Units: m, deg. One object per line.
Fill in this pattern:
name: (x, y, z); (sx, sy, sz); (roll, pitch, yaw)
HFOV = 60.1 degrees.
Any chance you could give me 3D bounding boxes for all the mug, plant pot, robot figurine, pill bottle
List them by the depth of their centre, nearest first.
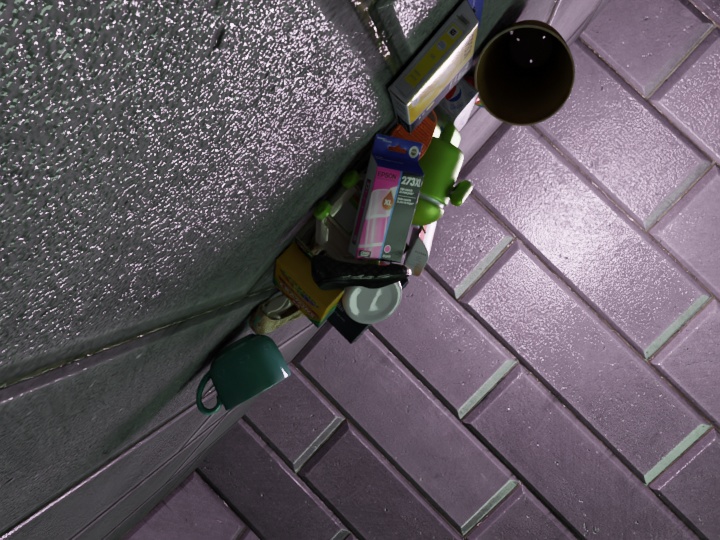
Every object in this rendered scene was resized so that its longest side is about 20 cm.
robot figurine: (0.120, -0.175, 1.156); (0.203, 0.173, 0.115); (-70, 162, 3)
pill bottle: (0.000, 0.000, 1.201); (0.116, 0.115, 0.201); (-47, -147, 15)
plant pot: (0.333, -0.416, 1.236); (0.187, 0.185, 0.201); (-50, -173, 39)
mug: (-0.245, 0.206, 1.278); (0.184, 0.116, 0.151); (-23, 174, -47)

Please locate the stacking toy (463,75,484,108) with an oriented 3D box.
stacking toy: (0.251, -0.379, 1.313); (0.086, 0.085, 0.199); (-49, 170, 32)

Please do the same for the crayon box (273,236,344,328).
crayon box: (-0.097, 0.026, 1.134); (0.051, 0.127, 0.200); (-44, 174, -19)

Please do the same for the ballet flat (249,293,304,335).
ballet flat: (-0.150, 0.071, 1.318); (0.199, 0.070, 0.066); (-36, 161, -45)

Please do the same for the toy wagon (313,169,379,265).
toy wagon: (0.015, -0.100, 1.056); (0.200, 0.155, 0.039); (-48, -145, -4)

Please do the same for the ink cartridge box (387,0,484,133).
ink cartridge box: (0.125, -0.305, 0.911); (0.200, 0.047, 0.198); (-46, 175, 6)

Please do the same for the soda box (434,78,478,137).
soda box: (0.173, -0.308, 1.208); (0.068, 0.063, 0.200); (-48, 176, 0)

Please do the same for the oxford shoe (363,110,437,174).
oxford shoe: (0.057, -0.206, 1.098); (0.201, 0.071, 0.073); (-50, -158, 8)

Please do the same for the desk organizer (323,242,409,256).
desk organizer: (0.003, -0.030, 1.356); (0.198, 0.078, 0.072); (-30, 173, -10)

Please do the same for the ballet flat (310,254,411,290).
ballet flat: (0.008, -0.002, 1.037); (0.197, 0.058, 0.066); (0, 157, -36)

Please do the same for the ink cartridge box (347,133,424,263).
ink cartridge box: (0.046, -0.115, 1.024); (0.037, 0.093, 0.204); (35, -64, 56)

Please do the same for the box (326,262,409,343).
box: (-0.020, 0.029, 1.457); (0.200, 0.196, 0.117); (-47, 175, 1)

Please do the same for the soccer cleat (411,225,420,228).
soccer cleat: (0.055, -0.119, 1.306); (0.067, 0.077, 0.199); (-46, -158, -19)

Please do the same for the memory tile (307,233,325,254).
memory tile: (-0.085, -0.051, 1.290); (0.153, 0.017, 0.201); (-44, 173, -46)

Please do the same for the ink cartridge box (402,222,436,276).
ink cartridge box: (0.151, -0.108, 1.330); (0.201, 0.049, 0.164); (117, -8, -56)
